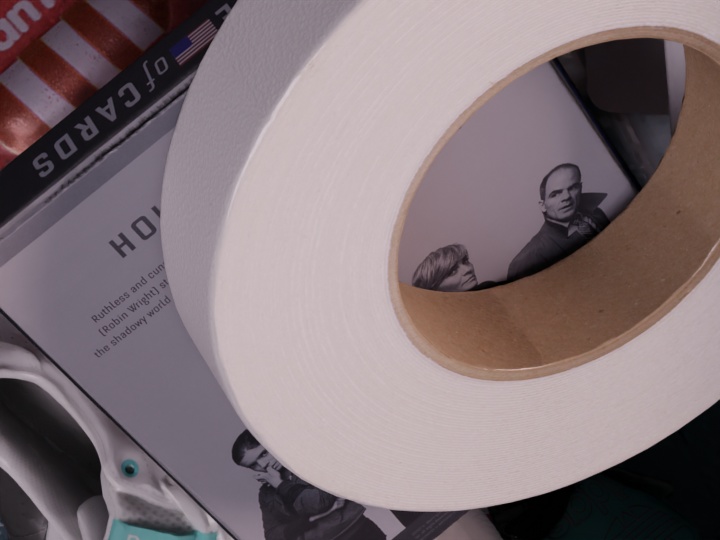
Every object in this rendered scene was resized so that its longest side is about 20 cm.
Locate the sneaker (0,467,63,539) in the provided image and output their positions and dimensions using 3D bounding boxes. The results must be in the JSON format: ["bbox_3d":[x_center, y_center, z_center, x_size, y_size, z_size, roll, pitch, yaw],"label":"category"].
[{"bbox_3d":[-0.128,0.052,0.985,0.099,0.071,0.201,23,143,23],"label":"sneaker"}]

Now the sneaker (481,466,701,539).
[{"bbox_3d":[0.058,0.068,0.902,0.120,0.084,0.201,22,141,10],"label":"sneaker"}]

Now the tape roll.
[{"bbox_3d":[0.048,-0.025,0.687,0.201,0.037,0.204,-17,132,-19],"label":"tape roll"}]

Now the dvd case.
[{"bbox_3d":[0.000,0.000,0.725,0.150,0.025,0.200,-39,137,1],"label":"dvd case"}]

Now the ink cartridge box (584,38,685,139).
[{"bbox_3d":[0.149,-0.066,0.766,0.198,0.067,0.116,5,130,18],"label":"ink cartridge box"}]

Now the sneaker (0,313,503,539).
[{"bbox_3d":[-0.049,0.075,0.844,0.199,0.089,0.076,28,112,4],"label":"sneaker"}]

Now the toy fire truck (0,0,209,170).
[{"bbox_3d":[-0.048,-0.084,0.783,0.200,0.112,0.168,-43,89,5],"label":"toy fire truck"}]
